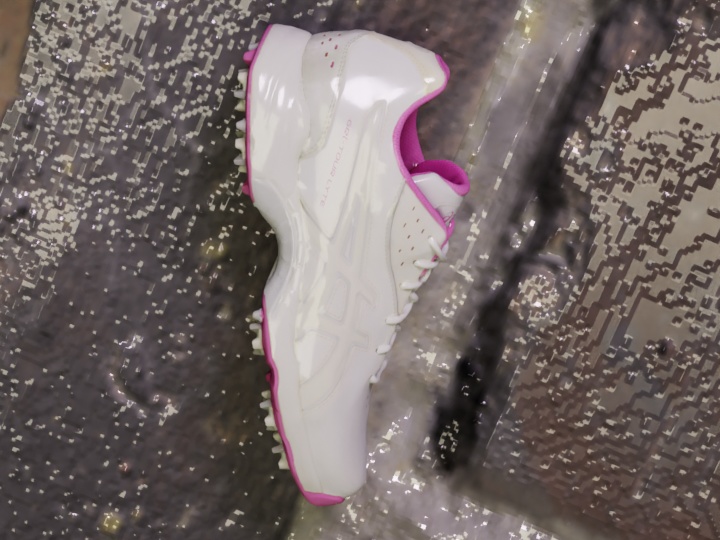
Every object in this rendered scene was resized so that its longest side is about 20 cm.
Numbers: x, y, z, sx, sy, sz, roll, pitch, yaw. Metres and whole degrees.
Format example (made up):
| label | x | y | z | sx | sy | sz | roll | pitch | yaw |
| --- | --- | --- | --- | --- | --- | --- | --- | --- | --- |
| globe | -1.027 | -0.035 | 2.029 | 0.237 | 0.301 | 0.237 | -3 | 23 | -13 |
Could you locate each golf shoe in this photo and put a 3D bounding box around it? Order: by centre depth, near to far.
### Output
| label | x | y | z | sx | sy | sz | roll | pitch | yaw |
| --- | --- | --- | --- | --- | --- | --- | --- | --- | --- |
| golf shoe | 0.000 | 0.000 | 1.089 | 0.091 | 0.075 | 0.201 | -3 | 108 | 4 |
